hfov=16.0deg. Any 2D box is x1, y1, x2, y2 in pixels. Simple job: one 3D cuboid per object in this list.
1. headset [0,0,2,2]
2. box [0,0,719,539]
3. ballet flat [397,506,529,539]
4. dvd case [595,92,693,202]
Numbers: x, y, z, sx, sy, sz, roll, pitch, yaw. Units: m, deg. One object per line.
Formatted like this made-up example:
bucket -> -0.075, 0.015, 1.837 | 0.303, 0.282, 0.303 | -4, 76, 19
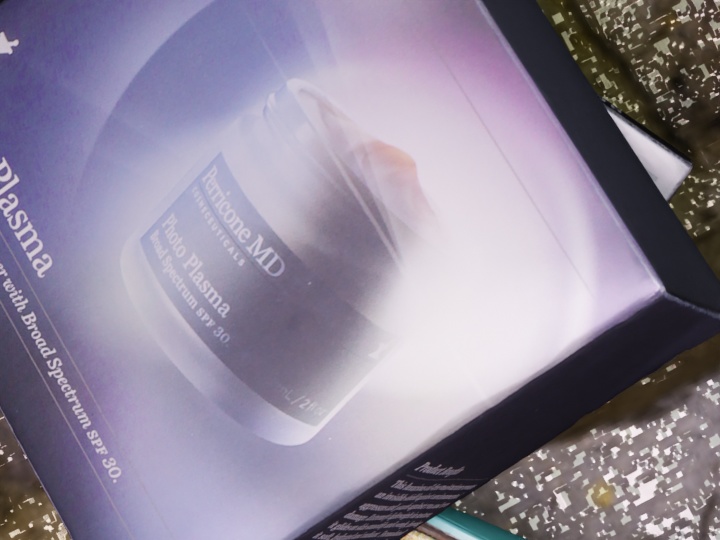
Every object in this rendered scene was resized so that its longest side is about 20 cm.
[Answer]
headset -> -0.120, -0.129, 0.956 | 0.123, 0.094, 0.200 | -32, 70, -10
box -> -0.022, -0.017, 0.819 | 0.198, 0.123, 0.200 | -35, 75, 11
ballet flat -> 0.072, 0.126, 0.885 | 0.200, 0.071, 0.071 | 17, 80, 1
dvd case -> 0.000, 0.000, 0.917 | 0.150, 0.025, 0.200 | 34, 102, -1
